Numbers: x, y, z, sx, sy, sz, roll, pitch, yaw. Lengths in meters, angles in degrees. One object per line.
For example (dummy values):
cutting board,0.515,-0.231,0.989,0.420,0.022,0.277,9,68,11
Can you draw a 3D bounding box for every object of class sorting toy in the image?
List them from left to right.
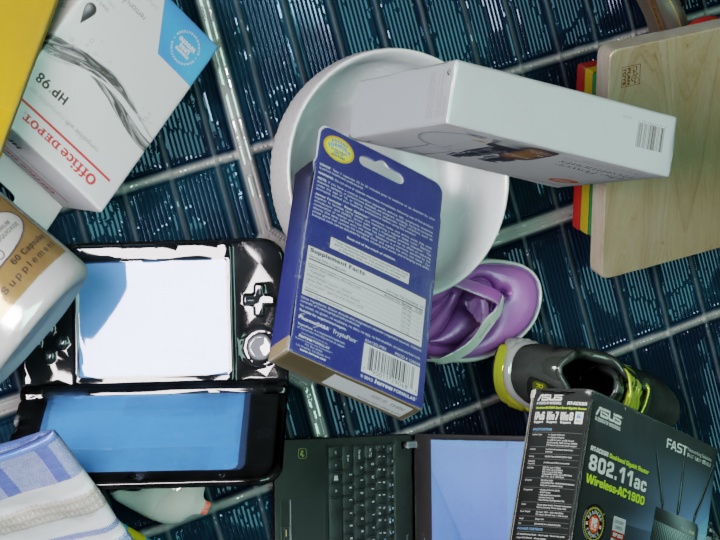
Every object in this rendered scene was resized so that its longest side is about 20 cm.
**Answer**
sorting toy,0.269,-0.117,1.786,0.198,0.070,0.201,-14,118,-26

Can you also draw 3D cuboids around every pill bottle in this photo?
pill bottle,-0.298,-0.021,1.470,0.200,0.114,0.115,40,71,0

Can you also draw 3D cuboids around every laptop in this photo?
laptop,0.040,0.220,1.669,0.199,0.103,0.179,0,88,-28

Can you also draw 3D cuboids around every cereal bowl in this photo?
cereal bowl,0.014,-0.073,1.673,0.199,0.083,0.202,1,88,-27

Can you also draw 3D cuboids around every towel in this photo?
towel,-0.233,0.201,1.490,0.146,0.024,0.201,-17,127,13

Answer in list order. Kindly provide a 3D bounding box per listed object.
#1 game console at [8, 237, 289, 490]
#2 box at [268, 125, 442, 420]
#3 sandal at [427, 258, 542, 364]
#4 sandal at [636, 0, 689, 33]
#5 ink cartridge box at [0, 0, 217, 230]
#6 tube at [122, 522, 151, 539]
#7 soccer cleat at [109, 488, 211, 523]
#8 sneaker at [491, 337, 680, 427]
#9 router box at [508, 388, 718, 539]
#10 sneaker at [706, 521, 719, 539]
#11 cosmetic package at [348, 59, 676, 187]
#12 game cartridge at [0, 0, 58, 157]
game console,-0.153,0.065,1.522,0.198,0.116,0.177,-1,89,1
box,0.000,0.000,1.573,0.121,0.032,0.201,25,54,-26
sandal,0.071,0.039,1.719,0.201,0.050,0.083,-10,96,-29
sandal,0.224,-0.264,1.804,0.054,0.082,0.201,-24,108,-4
ink cartridge box,-0.210,-0.124,1.558,0.116,0.067,0.201,43,70,-30
tube,-0.147,0.246,1.607,0.199,0.050,0.078,28,69,-19
soccer cleat,-0.131,0.092,1.605,0.077,0.069,0.201,18,84,-23
sneaker,0.202,0.107,1.760,0.199,0.084,0.075,15,82,-36
router box,0.203,0.191,1.685,0.200,0.062,0.151,25,69,-46
sneaker,0.289,0.242,1.815,0.199,0.075,0.083,16,83,-26
cosmetic package,0.113,-0.107,1.596,0.199,0.151,0.052,11,86,-27
game cartridge,-0.306,-0.185,1.480,0.175,0.032,0.201,20,56,-8
